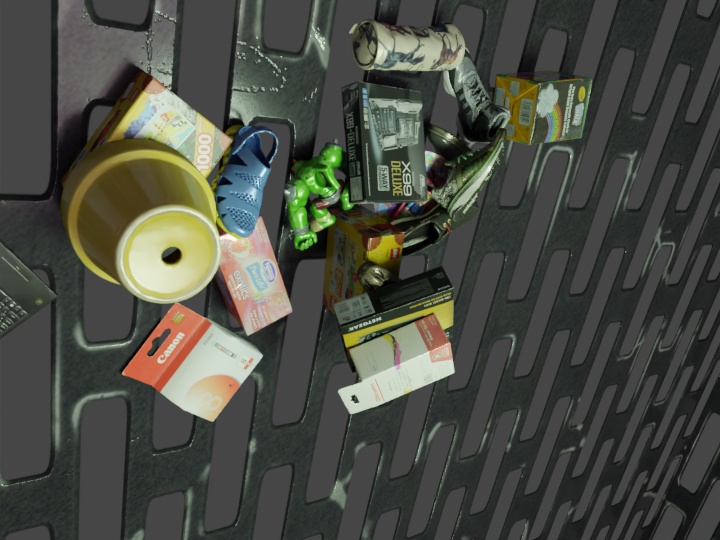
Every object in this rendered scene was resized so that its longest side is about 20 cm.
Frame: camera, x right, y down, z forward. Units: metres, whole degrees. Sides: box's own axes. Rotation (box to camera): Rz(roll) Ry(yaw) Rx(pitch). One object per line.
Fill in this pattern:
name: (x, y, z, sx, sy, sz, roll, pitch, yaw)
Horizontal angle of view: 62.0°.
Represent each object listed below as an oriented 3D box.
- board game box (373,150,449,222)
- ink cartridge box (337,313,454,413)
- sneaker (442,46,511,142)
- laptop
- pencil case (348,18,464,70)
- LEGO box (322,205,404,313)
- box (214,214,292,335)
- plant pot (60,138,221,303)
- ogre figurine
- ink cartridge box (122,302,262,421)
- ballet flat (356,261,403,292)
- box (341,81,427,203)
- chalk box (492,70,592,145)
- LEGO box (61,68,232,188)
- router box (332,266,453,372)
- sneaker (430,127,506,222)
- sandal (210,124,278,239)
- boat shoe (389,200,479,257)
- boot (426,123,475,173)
board game box: (0.105, -0.129, 1.165, 0.156, 0.039, 0.202, -11, 115, -1)
ink cartridge box: (0.054, 0.163, 1.023, 0.198, 0.068, 0.117, -23, 144, -3)
sneaker: (0.227, -0.328, 1.144, 0.075, 0.114, 0.201, -34, 128, -15)
laptop: (-0.553, 0.059, 0.819, 0.200, 0.103, 0.178, -39, 130, -11)
pencil case: (0.081, -0.390, 1.038, 0.198, 0.090, 0.078, -10, 147, -30)
LEGO box: (0.000, 0.000, 1.128, 0.077, 0.149, 0.202, -9, 119, -30)
box: (-0.200, -0.006, 1.028, 0.094, 0.103, 0.201, -27, 125, -20)
plant pot: (-0.275, -0.054, 0.793, 0.199, 0.189, 0.202, -16, 123, -27)
ogre figurine: (-0.065, -0.145, 1.052, 0.199, 0.098, 0.120, -35, 135, -9)
ink cartridge box: (-0.298, 0.170, 1.088, 0.163, 0.050, 0.200, -52, 134, -1)
ballet flat: (0.070, 0.042, 1.057, 0.200, 0.046, 0.068, 34, 94, -42)
box: (0.045, -0.219, 1.060, 0.157, 0.050, 0.202, -5, 93, -41)
chalk box: (0.386, -0.342, 1.243, 0.199, 0.124, 0.126, -13, 120, -30)
LEGO box: (-0.312, -0.164, 0.884, 0.149, 0.077, 0.201, 35, 92, -41)
router box: (0.061, 0.088, 1.035, 0.198, 0.052, 0.158, -19, 143, -6)
sneaker: (0.200, -0.193, 1.109, 0.201, 0.088, 0.077, -54, 165, -9)
sandal: (-0.174, -0.146, 0.918, 0.079, 0.087, 0.202, 24, 60, -48)
boat shoe: (0.143, -0.082, 1.147, 0.200, 0.063, 0.074, -22, 135, -11)
boot: (0.150, -0.171, 1.213, 0.181, 0.073, 0.201, 30, 104, -33)
